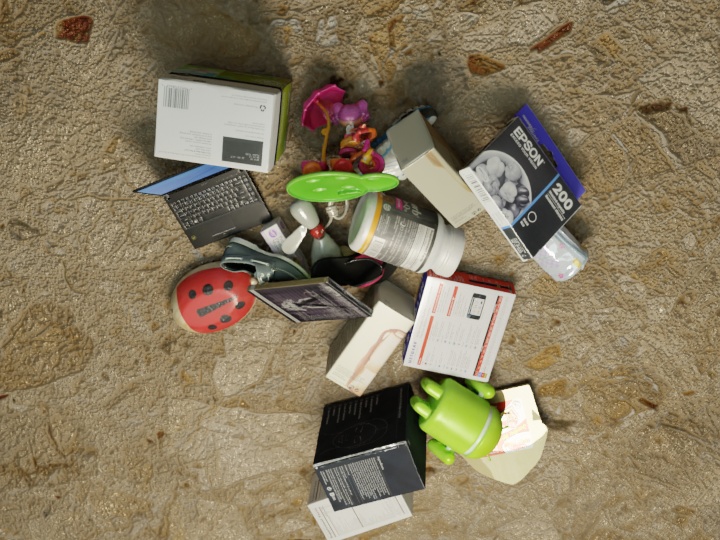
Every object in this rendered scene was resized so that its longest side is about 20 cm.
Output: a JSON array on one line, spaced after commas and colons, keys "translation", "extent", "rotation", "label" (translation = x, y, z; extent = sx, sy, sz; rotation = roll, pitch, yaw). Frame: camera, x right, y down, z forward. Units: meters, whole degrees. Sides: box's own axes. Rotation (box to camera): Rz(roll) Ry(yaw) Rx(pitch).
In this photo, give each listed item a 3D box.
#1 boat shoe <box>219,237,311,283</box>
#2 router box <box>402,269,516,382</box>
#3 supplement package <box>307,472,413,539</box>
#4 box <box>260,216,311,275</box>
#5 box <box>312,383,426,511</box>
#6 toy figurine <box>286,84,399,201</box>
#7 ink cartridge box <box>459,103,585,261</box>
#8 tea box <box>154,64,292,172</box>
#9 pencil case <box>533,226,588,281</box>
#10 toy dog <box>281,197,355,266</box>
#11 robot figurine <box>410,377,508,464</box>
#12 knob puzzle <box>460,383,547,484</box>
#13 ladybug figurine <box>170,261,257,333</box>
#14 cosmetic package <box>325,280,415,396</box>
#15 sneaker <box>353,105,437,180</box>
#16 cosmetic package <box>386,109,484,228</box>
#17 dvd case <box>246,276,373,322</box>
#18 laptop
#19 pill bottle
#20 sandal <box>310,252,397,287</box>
[{"translation": [-0.179, 0.003, 1.741], "extent": [0.197, 0.062, 0.073], "rotation": [25, 151, 22], "label": "boat shoe"}, {"translation": [0.188, 0.105, 1.789], "extent": [0.176, 0.049, 0.203], "rotation": [12, 115, -6], "label": "router box"}, {"translation": [0.002, 0.471, 1.951], "extent": [0.197, 0.110, 0.115], "rotation": [-22, 111, 15], "label": "supplement package"}, {"translation": [-0.123, -0.007, 1.783], "extent": [0.041, 0.039, 0.202], "rotation": [-25, 110, 16], "label": "box"}, {"translation": [0.024, 0.350, 1.844], "extent": [0.193, 0.201, 0.126], "rotation": [-18, 114, 14], "label": "box"}, {"translation": [-0.034, -0.233, 1.604], "extent": [0.195, 0.150, 0.188], "rotation": [-5, 77, 11], "label": "toy figurine"}, {"translation": [0.293, -0.157, 1.597], "extent": [0.200, 0.043, 0.199], "rotation": [-45, 104, -23], "label": "ink cartridge box"}, {"translation": [-0.230, -0.265, 1.585], "extent": [0.195, 0.197, 0.136], "rotation": [8, 108, 1], "label": "tea box"}, {"translation": [0.328, -0.074, 1.681], "extent": [0.200, 0.084, 0.090], "rotation": [46, 139, -15], "label": "pencil case"}, {"translation": [-0.084, -0.053, 1.732], "extent": [0.095, 0.131, 0.204], "rotation": [12, 118, 48], "label": "toy dog"}, {"translation": [0.194, 0.291, 1.820], "extent": [0.198, 0.116, 0.177], "rotation": [32, 88, -7], "label": "robot figurine"}, {"translation": [0.289, 0.340, 1.895], "extent": [0.215, 0.030, 0.225], "rotation": [3, 104, 12], "label": "knob puzzle"}, {"translation": [-0.289, 0.059, 1.813], "extent": [0.197, 0.072, 0.137], "rotation": [-27, 109, 17], "label": "ladybug figurine"}, {"translation": [0.019, 0.129, 1.798], "extent": [0.086, 0.104, 0.201], "rotation": [29, 116, -11], "label": "cosmetic package"}, {"translation": [0.072, -0.214, 1.659], "extent": [0.086, 0.076, 0.199], "rotation": [41, 121, -20], "label": "sneaker"}, {"translation": [0.133, -0.173, 1.600], "extent": [0.070, 0.106, 0.200], "rotation": [-32, 140, 17], "label": "cosmetic package"}, {"translation": [-0.094, 0.056, 1.719], "extent": [0.197, 0.016, 0.148], "rotation": [-7, 150, 37], "label": "dvd case"}, {"translation": [-0.284, -0.119, 1.695], "extent": [0.174, 0.104, 0.202], "rotation": [-18, 123, 15], "label": "laptop"}, {"translation": [0.085, -0.064, 1.689], "extent": [0.196, 0.117, 0.118], "rotation": [18, 116, -14], "label": "pill bottle"}, {"translation": [0.000, 0.000, 1.714], "extent": [0.197, 0.045, 0.077], "rotation": [-12, 109, -34], "label": "sandal"}]
